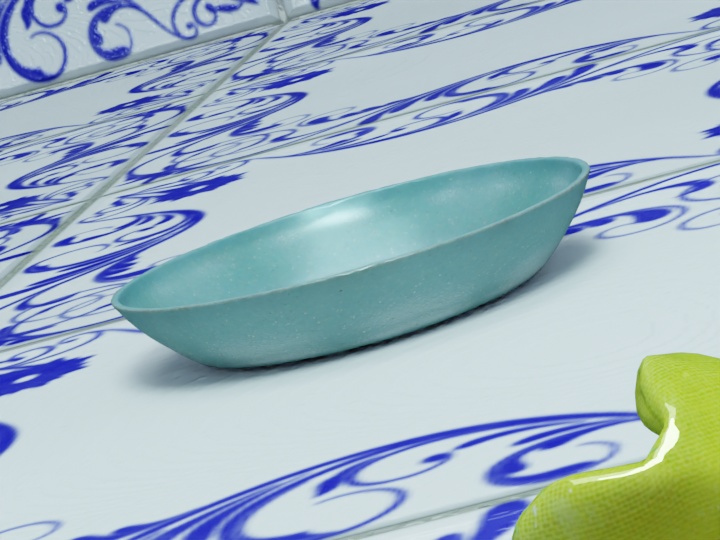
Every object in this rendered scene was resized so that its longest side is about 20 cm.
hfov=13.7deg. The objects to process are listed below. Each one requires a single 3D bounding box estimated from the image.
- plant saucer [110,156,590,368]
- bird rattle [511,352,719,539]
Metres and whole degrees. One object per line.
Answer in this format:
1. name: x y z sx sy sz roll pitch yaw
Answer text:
1. plant saucer: 0.000 0.000 1.199 0.199 0.036 0.200 -15 9 2
2. bird rattle: 0.095 0.094 0.408 0.163 0.113 0.200 -34 30 -28
